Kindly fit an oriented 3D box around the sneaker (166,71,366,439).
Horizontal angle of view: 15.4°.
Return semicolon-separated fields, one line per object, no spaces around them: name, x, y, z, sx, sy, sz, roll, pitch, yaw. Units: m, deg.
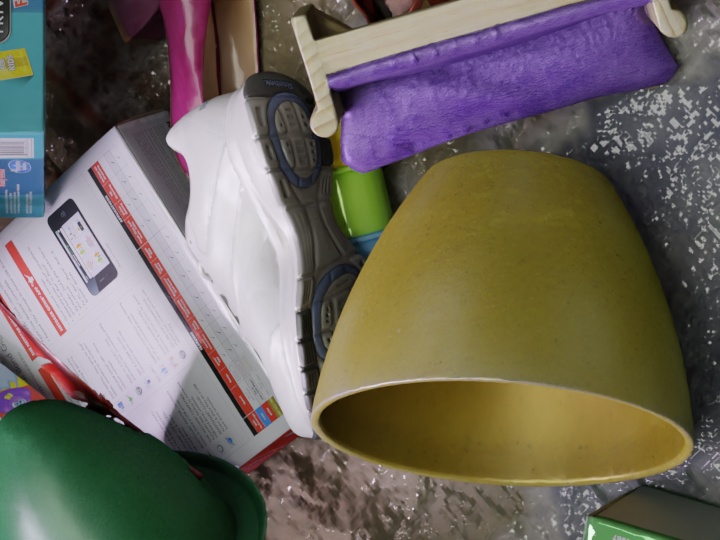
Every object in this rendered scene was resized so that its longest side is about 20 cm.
sneaker;-0.048;-0.005;1.453;0.087;0.074;0.201;-13;90;38

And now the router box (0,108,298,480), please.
router box;-0.127;0.038;1.544;0.179;0.049;0.200;-37;81;37

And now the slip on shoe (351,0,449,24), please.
slip on shoe;-0.007;-0.212;1.457;0.074;0.061;0.201;-31;83;28

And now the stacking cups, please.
stacking cups;0.000;0.000;1.487;0.060;0.060;0.201;-12;93;27

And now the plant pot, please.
plant pot;0.079;0.020;1.399;0.199;0.200;0.143;-5;68;26

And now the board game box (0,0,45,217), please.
board game box;-0.199;-0.147;1.476;0.047;0.151;0.201;0;74;-7

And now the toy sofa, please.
toy sofa;0.068;-0.115;1.383;0.199;0.083;0.098;-16;99;4

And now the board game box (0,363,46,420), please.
board game box;-0.282;0.089;1.583;0.200;0.105;0.103;35;140;24

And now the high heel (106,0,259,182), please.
high heel;-0.066;-0.107;1.498;0.096;0.067;0.201;-36;82;29

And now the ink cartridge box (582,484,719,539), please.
ink cartridge box;0.184;0.235;1.423;0.145;0.084;0.201;15;105;23

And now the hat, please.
hat;-0.162;0.081;1.418;0.199;0.166;0.177;6;127;30
